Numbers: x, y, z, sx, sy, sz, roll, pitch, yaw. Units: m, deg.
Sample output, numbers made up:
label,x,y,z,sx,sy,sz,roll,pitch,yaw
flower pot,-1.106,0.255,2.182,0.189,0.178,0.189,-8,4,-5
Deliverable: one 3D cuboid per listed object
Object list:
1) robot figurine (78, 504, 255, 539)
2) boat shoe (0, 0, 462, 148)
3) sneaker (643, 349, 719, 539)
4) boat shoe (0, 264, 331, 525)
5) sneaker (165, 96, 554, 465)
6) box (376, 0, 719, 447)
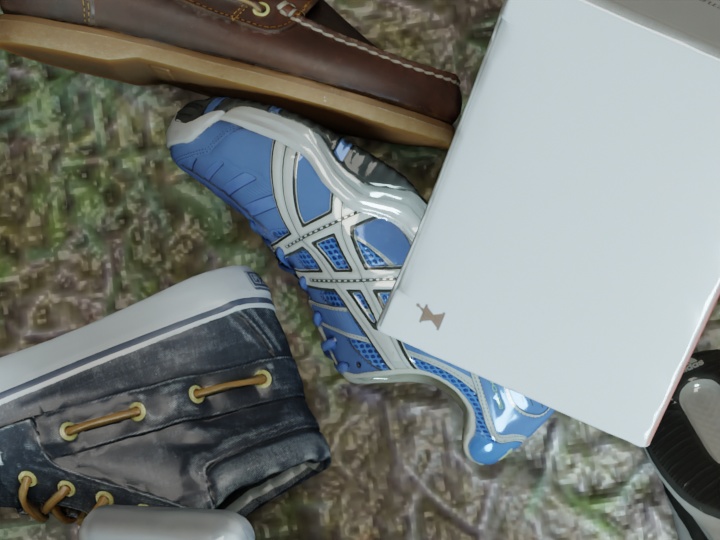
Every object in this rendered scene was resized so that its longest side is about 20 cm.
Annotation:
label,x,y,z,sx,sy,sz,roll,pitch,yaw
robot figurine,-0.050,0.160,0.926,0.199,0.113,0.170,-5,115,27
boat shoe,-0.051,-0.102,1.001,0.199,0.070,0.071,16,84,4
sneaker,0.167,0.135,0.926,0.075,0.116,0.201,-20,49,4
boat shoe,-0.113,0.078,0.972,0.199,0.071,0.091,-25,73,-2
sneaker,0.000,0.000,0.982,0.200,0.076,0.077,34,86,11
box,0.100,-0.060,0.902,0.106,0.200,0.153,24,121,4
